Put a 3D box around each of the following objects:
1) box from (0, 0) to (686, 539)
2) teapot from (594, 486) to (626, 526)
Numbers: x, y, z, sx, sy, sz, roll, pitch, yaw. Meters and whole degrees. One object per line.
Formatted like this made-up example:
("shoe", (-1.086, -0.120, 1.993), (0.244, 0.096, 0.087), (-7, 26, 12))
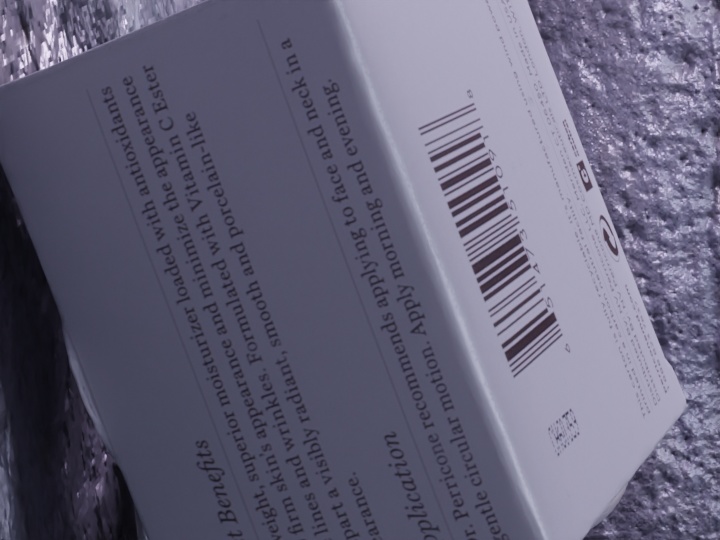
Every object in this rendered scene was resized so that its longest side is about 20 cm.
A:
("box", (0.000, 0.000, 0.806), (0.199, 0.130, 0.200), (69, 22, -4))
("teapot", (0.049, 0.058, 1.275), (0.200, 0.146, 0.198), (6, 73, -61))
